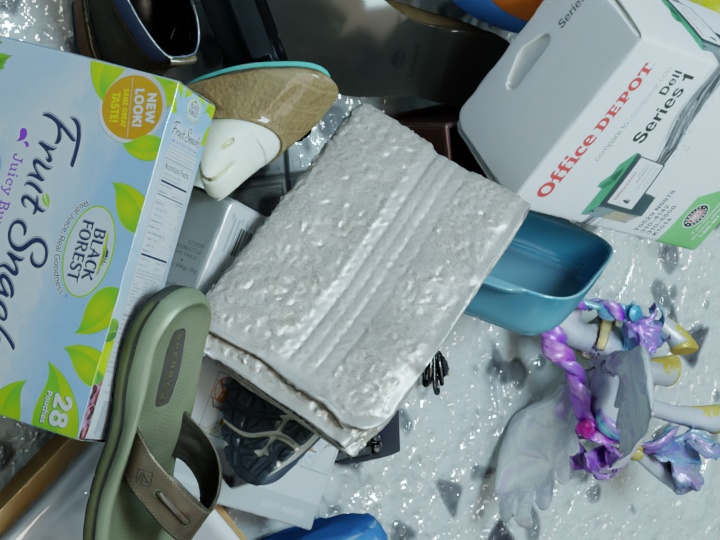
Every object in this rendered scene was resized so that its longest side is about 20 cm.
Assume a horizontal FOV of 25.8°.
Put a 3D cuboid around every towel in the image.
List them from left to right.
[{"bbox_3d":[0.000,0.000,0.936,0.132,0.035,0.201,32,66,7],"label":"towel"}]

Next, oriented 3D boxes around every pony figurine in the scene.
[{"bbox_3d":[0.189,0.097,1.195,0.199,0.166,0.195,26,49,-31],"label":"pony figurine"}]

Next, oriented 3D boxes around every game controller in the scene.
[{"bbox_3d":[-0.079,-0.168,0.956,0.042,0.105,0.201,-23,138,-4],"label":"game controller"}]

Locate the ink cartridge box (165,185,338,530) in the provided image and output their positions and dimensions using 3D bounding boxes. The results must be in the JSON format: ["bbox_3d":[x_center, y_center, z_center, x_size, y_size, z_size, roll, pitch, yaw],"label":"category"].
[{"bbox_3d":[-0.068,0.062,1.009,0.199,0.043,0.175,28,82,-52],"label":"ink cartridge box"}]

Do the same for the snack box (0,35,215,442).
[{"bbox_3d":[-0.190,-0.023,0.886,0.068,0.167,0.202,22,84,-75],"label":"snack box"}]

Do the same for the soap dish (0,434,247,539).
[{"bbox_3d":[-0.178,0.193,0.973,0.200,0.081,0.158,-47,119,-22],"label":"soap dish"}]

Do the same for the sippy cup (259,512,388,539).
[{"bbox_3d":[-0.018,0.240,1.069,0.177,0.138,0.132,-20,98,-64],"label":"sippy cup"}]

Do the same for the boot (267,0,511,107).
[{"bbox_3d":[0.007,-0.160,1.078,0.198,0.076,0.074,13,108,-21],"label":"boot"}]

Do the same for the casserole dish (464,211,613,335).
[{"bbox_3d":[0.106,-0.003,1.103,0.200,0.120,0.039,-38,146,-65],"label":"casserole dish"}]

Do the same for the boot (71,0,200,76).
[{"bbox_3d":[-0.141,-0.210,0.941,0.074,0.097,0.202,-22,108,-31],"label":"boot"}]

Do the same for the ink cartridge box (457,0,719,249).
[{"bbox_3d":[0.185,-0.104,1.045,0.199,0.085,0.147,9,129,-41],"label":"ink cartridge box"}]

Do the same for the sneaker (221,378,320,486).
[{"bbox_3d":[-0.009,0.056,0.985,0.201,0.077,0.087,-57,143,-20],"label":"sneaker"}]

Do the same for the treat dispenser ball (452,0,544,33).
[{"bbox_3d":[0.127,-0.260,1.060,0.199,0.200,0.203,-5,98,-34],"label":"treat dispenser ball"}]

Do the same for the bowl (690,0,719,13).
[{"bbox_3d":[0.324,-0.138,1.269,0.198,0.107,0.203,-4,98,-34],"label":"bowl"}]

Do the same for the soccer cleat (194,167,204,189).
[{"bbox_3d":[-0.158,0.002,0.969,0.201,0.069,0.078,-56,139,-13],"label":"soccer cleat"}]

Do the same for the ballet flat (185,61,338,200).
[{"bbox_3d":[-0.110,-0.075,0.934,0.068,0.197,0.073,74,15,-58],"label":"ballet flat"}]

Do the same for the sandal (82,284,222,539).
[{"bbox_3d":[-0.107,0.110,0.876,0.080,0.057,0.203,-30,135,-62],"label":"sandal"}]

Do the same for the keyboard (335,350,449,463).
[{"bbox_3d":[0.013,0.034,1.125,0.126,0.021,0.203,-10,102,-33],"label":"keyboard"}]

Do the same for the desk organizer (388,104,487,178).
[{"bbox_3d":[0.107,-0.088,1.130,0.199,0.077,0.073,-16,105,-39],"label":"desk organizer"}]
